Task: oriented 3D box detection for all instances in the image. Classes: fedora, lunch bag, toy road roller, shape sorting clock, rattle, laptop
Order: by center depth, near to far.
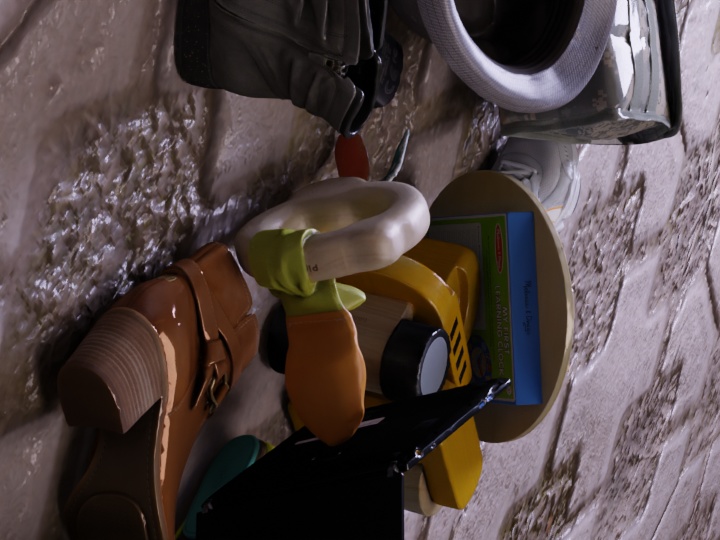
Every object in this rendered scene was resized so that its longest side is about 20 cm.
[{"bbox_3d":[-0.006,0.164,1.180,0.200,0.177,0.104,-34,104,-49],"label":"laptop"},{"bbox_3d":[0.000,0.000,1.250,0.143,0.130,0.200,60,11,-13],"label":"rattle"},{"bbox_3d":[0.085,-0.207,1.342,0.200,0.090,0.178,28,77,-44],"label":"fedora"},{"bbox_3d":[0.030,0.064,1.370,0.146,0.122,0.200,-58,149,-36],"label":"toy road roller"},{"bbox_3d":[0.096,0.027,1.406,0.039,0.200,0.201,-3,110,-27],"label":"shape sorting clock"},{"bbox_3d":[0.187,-0.183,1.493,0.200,0.117,0.165,-3,87,-61],"label":"lunch bag"}]

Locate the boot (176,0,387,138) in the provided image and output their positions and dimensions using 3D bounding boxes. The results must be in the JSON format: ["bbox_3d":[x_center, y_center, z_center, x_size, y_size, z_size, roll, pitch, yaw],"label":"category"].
[{"bbox_3d":[-0.040,-0.181,1.093,0.068,0.130,0.201,-40,138,-47],"label":"boot"}]

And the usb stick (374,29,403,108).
[{"bbox_3d":[-0.022,-0.160,1.248,0.200,0.032,0.056,32,69,-62],"label":"usb stick"}]

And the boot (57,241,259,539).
[{"bbox_3d":[-0.113,0.094,1.176,0.155,0.073,0.201,-47,146,-48],"label":"boot"}]

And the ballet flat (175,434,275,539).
[{"bbox_3d":[-0.102,0.196,1.248,0.200,0.067,0.067,-55,126,-37],"label":"ballet flat"}]

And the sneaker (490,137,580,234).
[{"bbox_3d":[0.113,-0.043,1.524,0.092,0.075,0.201,40,68,-56],"label":"sneaker"}]
